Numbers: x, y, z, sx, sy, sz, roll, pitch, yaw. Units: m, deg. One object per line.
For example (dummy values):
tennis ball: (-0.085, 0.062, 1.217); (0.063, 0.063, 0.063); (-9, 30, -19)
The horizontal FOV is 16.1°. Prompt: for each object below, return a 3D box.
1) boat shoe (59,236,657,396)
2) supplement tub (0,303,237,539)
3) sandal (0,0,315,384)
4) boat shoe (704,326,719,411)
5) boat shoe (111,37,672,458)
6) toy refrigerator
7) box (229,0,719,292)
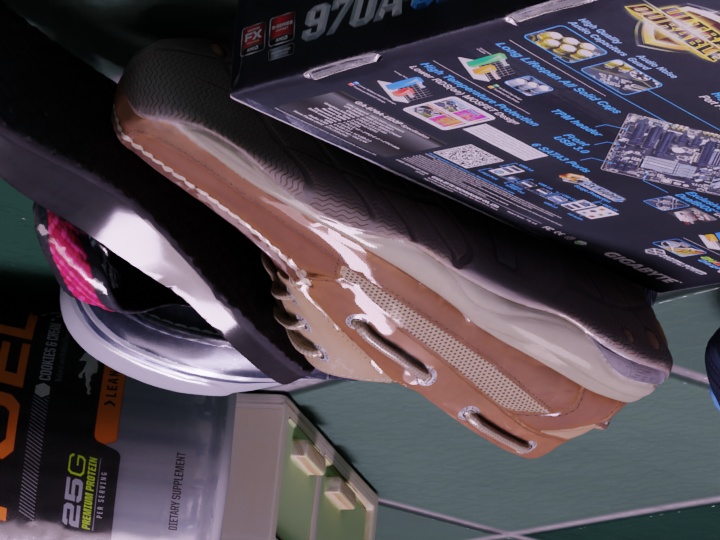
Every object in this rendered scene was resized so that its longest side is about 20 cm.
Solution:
boat shoe: (0.000, 0.000, 0.877); (0.200, 0.071, 0.091); (4, 160, -12)
supplement tub: (-0.153, 0.074, 1.059); (0.200, 0.123, 0.123); (6, 162, -3)
sandal: (-0.083, -0.024, 0.785); (0.045, 0.075, 0.200); (-32, 135, 21)
boat shoe: (0.222, 0.050, 0.925); (0.200, 0.084, 0.069); (-3, 161, 19)
boat shoe: (0.004, 0.001, 0.783); (0.200, 0.076, 0.072); (32, 117, -20)
toy refrigerator: (-0.042, 0.122, 1.251); (0.070, 0.076, 0.200); (1, 161, 14)
box: (0.088, -0.050, 0.711); (0.159, 0.046, 0.200); (-11, 155, 43)
